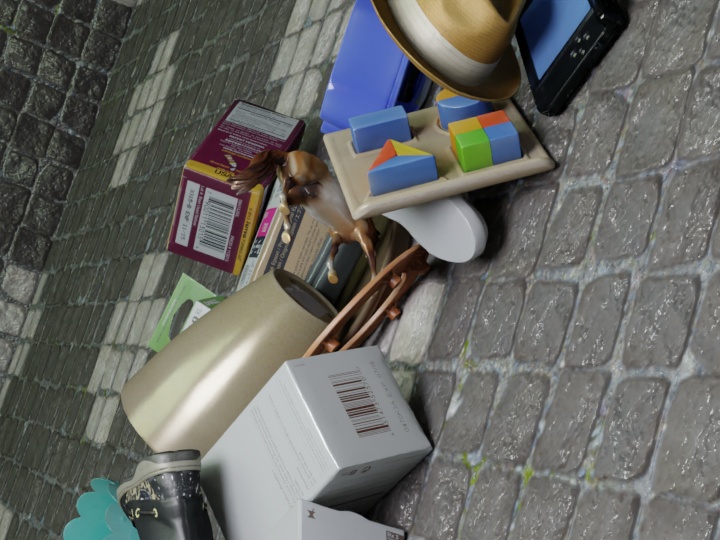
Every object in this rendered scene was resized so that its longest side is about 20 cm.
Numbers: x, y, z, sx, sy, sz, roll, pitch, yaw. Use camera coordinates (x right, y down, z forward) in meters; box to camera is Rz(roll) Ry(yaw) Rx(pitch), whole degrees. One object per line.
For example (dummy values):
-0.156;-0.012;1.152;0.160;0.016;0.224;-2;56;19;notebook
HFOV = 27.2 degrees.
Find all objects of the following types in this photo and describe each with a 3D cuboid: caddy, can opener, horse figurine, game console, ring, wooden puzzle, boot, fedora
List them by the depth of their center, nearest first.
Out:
0.161;-0.273;1.351;0.176;0.116;0.200;-55;25;32;game console
0.094;-0.249;1.362;0.082;0.200;0.201;-43;33;37;fedora
0.065;-0.121;1.374;0.200;0.185;0.046;-111;7;-63;wooden puzzle
-0.180;0.265;1.404;0.204;0.073;0.154;123;137;-63;boot
0.078;-0.075;1.412;0.200;0.095;0.074;36;136;45;boot
0.001;0.053;1.430;0.200;0.019;0.200;-45;-11;-11;ring
-0.040;-0.059;1.443;0.050;0.200;0.133;-34;32;28;horse figurine
-0.020;-0.044;1.572;0.053;0.066;0.200;-112;43;-62;can opener
0.028;-0.220;1.649;0.141;0.105;0.201;88;-160;-82;caddy

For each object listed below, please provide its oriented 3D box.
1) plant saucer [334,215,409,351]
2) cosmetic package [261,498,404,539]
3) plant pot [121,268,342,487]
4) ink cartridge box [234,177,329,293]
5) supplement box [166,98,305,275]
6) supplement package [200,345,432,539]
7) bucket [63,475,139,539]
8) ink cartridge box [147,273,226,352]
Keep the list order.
0.000;0.000;1.600;0.200;0.029;0.200;-52;25;37;plant saucer
-0.053;0.299;1.344;0.200;0.113;0.081;-52;27;42;cosmetic package
-0.113;0.104;1.538;0.200;0.187;0.187;-50;25;13;plant pot
-0.082;-0.027;1.720;0.200;0.075;0.165;178;112;-81;ink cartridge box
-0.155;-0.108;1.868;0.200;0.103;0.131;-63;-9;-56;supplement box
-0.048;0.176;1.385;0.200;0.117;0.117;-49;60;41;supplement package
-0.288;0.367;1.817;0.207;0.135;0.208;-51;27;38;bucket
-0.156;0.097;1.677;0.104;0.200;0.059;-63;-17;16;ink cartridge box
